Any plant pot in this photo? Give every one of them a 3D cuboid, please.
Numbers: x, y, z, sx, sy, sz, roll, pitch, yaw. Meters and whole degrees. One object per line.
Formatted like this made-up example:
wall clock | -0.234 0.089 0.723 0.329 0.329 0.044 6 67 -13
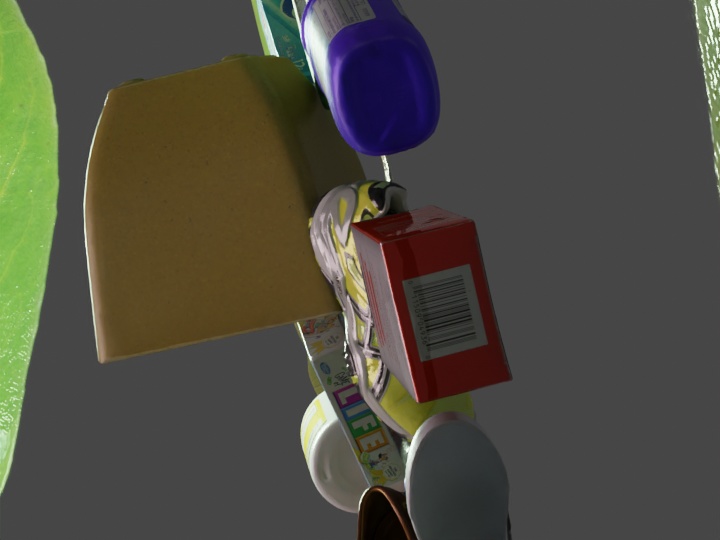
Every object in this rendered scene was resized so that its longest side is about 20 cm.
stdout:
plant pot | -0.100 -0.055 1.601 0.196 0.194 0.200 -24 -79 -76

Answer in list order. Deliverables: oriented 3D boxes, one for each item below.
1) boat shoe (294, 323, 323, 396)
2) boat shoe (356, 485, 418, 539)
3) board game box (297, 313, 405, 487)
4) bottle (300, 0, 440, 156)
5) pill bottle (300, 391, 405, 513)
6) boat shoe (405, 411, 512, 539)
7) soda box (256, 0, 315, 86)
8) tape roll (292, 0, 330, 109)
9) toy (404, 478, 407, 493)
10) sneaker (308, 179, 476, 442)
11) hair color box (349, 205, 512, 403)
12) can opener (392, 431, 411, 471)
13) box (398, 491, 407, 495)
boat shoe | -0.044 0.118 3.119 0.073 0.063 0.201 -32 77 61
boat shoe | 0.024 0.234 1.463 0.068 0.072 0.200 55 -160 -40
board game box | -0.017 0.075 1.752 0.200 0.034 0.134 -113 -1 -62
bottle | 0.001 -0.137 1.316 0.200 0.065 0.084 -112 8 -66
pill bottle | -0.007 0.182 2.276 0.200 0.111 0.111 -120 17 -79
boat shoe | 0.072 0.170 1.430 0.066 0.070 0.200 -113 3 -61
soda box | -0.046 -0.198 1.827 0.200 0.064 0.068 -109 7 -51
tape roll | -0.027 -0.221 1.576 0.200 0.048 0.201 166 90 -86
toy | 0.048 0.144 1.791 0.115 0.047 0.200 80 176 -64
sneaker | 0.029 0.032 1.468 0.076 0.075 0.200 -22 94 57
hair color box | 0.040 0.017 1.324 0.200 0.061 0.102 -141 37 -82
can opener | 0.058 0.128 1.591 0.200 0.053 0.067 -121 33 -80
box | 0.038 0.259 1.583 0.200 0.070 0.064 -68 -25 -45
